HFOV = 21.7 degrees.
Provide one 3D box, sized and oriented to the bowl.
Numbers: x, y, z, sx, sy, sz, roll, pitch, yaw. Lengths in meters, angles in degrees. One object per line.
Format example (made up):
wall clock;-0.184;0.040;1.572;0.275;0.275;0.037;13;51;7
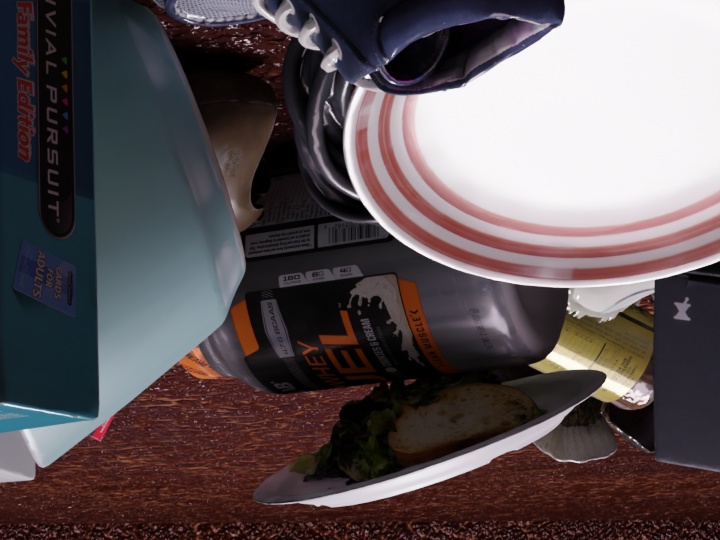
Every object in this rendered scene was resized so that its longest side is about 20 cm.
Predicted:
bowl;-0.113;-0.033;0.742;0.105;0.201;0.201;-20;169;-8

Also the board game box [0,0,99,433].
board game box;-0.156;-0.045;0.595;0.151;0.200;0.047;-10;165;29

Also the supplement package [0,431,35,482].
supplement package;-0.306;0.047;1.076;0.200;0.151;0.152;-5;168;9

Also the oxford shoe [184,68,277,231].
oxford shoe;-0.085;-0.024;0.910;0.084;0.073;0.200;-8;153;-26

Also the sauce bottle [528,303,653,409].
sauce bottle;0.097;0.020;1.139;0.200;0.065;0.065;27;156;-19

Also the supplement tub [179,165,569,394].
supplement tub;0.000;0.000;0.997;0.200;0.123;0.123;-8;166;24

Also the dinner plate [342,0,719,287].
dinner plate;0.093;-0.058;0.721;0.200;0.024;0.200;-1;146;0

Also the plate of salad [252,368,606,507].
plate of salad;0.033;0.079;1.008;0.200;0.048;0.200;-20;-177;1

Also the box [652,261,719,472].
box;0.249;0.027;0.949;0.148;0.104;0.200;8;-159;30

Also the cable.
cable;0.064;-0.071;0.766;0.200;0.051;0.163;-24;139;28

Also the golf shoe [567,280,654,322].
golf shoe;0.176;-0.020;1.107;0.200;0.078;0.097;4;148;-47

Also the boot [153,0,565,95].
boot;-0.012;-0.097;0.639;0.073;0.090;0.200;7;164;-36

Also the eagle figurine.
eagle figurine;0.156;0.062;1.303;0.151;0.152;0.200;-22;164;-8

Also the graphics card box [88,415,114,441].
graphics card box;-0.163;0.018;1.035;0.051;0.126;0.200;26;173;16
